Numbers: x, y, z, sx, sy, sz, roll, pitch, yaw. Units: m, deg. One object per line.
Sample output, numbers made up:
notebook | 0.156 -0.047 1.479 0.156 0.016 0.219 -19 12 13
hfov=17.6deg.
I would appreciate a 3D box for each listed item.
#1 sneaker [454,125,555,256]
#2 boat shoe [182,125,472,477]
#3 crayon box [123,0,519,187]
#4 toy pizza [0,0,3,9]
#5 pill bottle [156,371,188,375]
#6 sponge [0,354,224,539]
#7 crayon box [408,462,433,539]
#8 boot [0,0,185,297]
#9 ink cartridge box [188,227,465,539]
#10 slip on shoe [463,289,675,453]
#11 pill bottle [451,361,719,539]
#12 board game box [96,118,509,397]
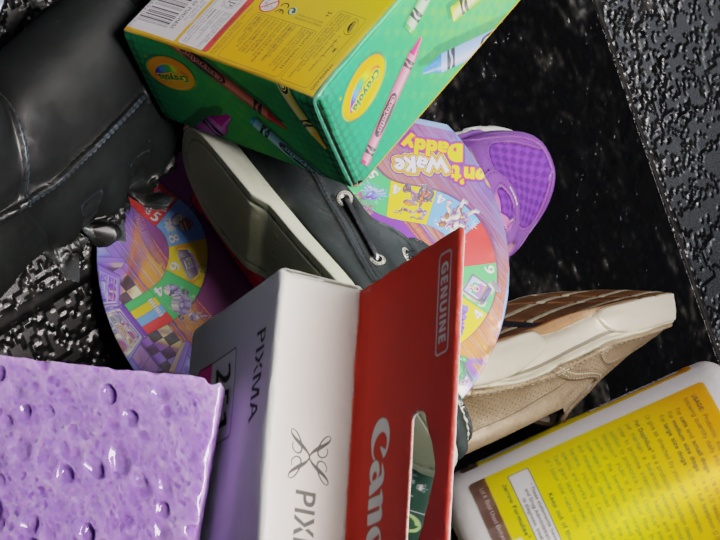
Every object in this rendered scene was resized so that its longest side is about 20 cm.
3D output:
sneaker | 0.045 -0.012 1.188 0.200 0.088 0.081 -36 110 -38
boat shoe | 0.000 0.001 1.027 0.066 0.199 0.075 -27 149 -24
crayon box | 0.006 -0.138 1.026 0.200 0.119 0.058 -49 138 -22
toy pizza | -0.231 -0.151 0.976 0.200 0.032 0.201 -8 101 -44
pill bottle | -0.117 0.148 1.017 0.200 0.110 0.111 -49 118 -32
sponge | -0.161 0.089 0.947 0.030 0.199 0.112 77 20 -79
crayon box | -0.009 0.171 1.054 0.127 0.051 0.201 -75 179 -59
boot | -0.151 -0.080 0.992 0.162 0.073 0.199 -43 136 -39
ink cartridge box | -0.022 0.095 0.917 0.043 0.173 0.201 13 66 -23
slip on shoe | 0.096 0.052 1.234 0.200 0.076 0.061 -16 104 -48
pill bottle | 0.150 0.118 1.200 0.199 0.109 0.110 -24 108 0
board game box | -0.022 -0.014 1.090 0.199 0.039 0.159 12 72 -8
